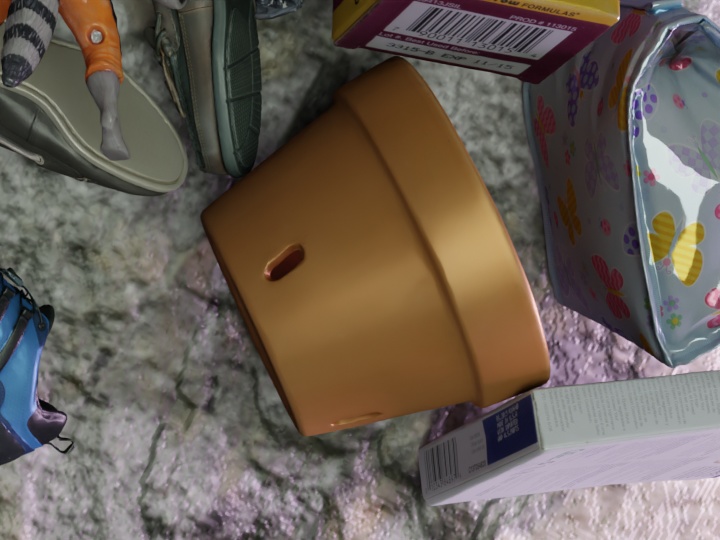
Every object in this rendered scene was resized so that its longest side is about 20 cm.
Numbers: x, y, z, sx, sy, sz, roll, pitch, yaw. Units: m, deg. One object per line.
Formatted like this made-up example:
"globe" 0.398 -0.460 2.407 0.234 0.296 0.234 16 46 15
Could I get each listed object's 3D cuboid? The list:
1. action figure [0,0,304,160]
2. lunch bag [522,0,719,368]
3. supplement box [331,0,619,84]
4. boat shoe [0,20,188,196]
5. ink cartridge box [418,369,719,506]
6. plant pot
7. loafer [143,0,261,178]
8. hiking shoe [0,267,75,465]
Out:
"action figure" -0.127 -0.160 1.135 0.198 0.105 0.195 12 74 9
"lunch bag" 0.177 -0.067 1.274 0.126 0.170 0.202 -17 105 -14
"supplement box" 0.061 -0.218 1.177 0.130 0.103 0.202 9 71 -20
"boat shoe" -0.187 -0.097 1.209 0.199 0.057 0.067 31 54 -26
"ink cartridge box" 0.158 0.097 1.288 0.198 0.200 0.041 -3 76 -19
"plant pot" 0.000 0.000 1.217 0.139 0.200 0.201 -24 108 -5
"loafer" -0.096 -0.152 1.227 0.062 0.072 0.202 -2 99 15
"hiking shoe" -0.216 0.016 1.212 0.086 0.074 0.202 -16 115 -23
